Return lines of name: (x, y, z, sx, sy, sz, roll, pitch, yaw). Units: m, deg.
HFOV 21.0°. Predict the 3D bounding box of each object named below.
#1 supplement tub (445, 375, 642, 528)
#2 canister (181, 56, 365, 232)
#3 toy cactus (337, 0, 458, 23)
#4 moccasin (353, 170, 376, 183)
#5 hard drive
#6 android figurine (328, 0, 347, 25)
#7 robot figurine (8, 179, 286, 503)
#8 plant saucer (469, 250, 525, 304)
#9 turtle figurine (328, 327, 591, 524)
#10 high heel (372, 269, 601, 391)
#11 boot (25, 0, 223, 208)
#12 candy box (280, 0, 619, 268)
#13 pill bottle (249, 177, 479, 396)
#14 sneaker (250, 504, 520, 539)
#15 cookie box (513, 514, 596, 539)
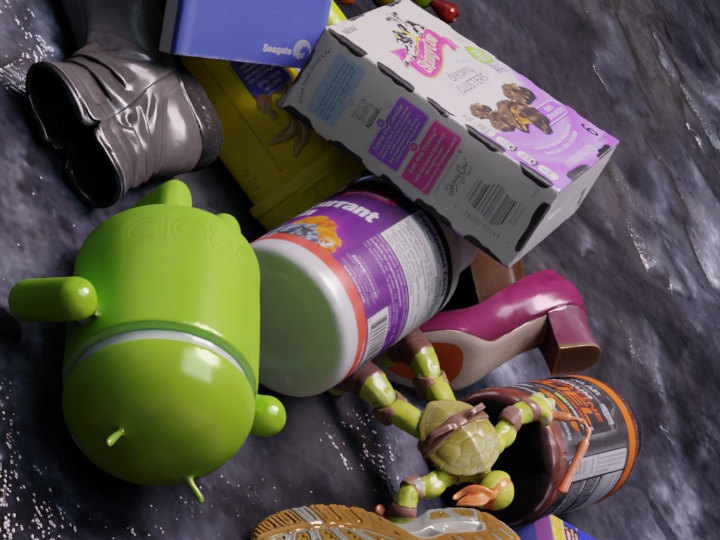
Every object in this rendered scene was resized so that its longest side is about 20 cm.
supplement tub: (0.148, 0.136, 1.508, 0.200, 0.107, 0.107, -3, 65, -59)
canister: (-0.076, -0.141, 1.447, 0.200, 0.087, 0.149, 54, 30, -4)
toy cactus: (0.003, -0.294, 1.726, 0.165, 0.102, 0.200, 45, 13, 32)
moccasin: (0.026, -0.078, 1.574, 0.068, 0.080, 0.200, 36, 21, -27)
hard drive: (-0.065, -0.243, 1.337, 0.132, 0.025, 0.200, 1, 104, -43)
android figurine: (-0.084, -0.252, 1.589, 0.200, 0.041, 0.182, 50, 30, -16)
robot figurine: (-0.118, 0.042, 1.166, 0.175, 0.116, 0.200, 36, 36, -34)
plant saucer: (0.107, -0.045, 1.601, 0.200, 0.034, 0.201, -11, 90, -81)
turtle figurine: (0.052, 0.120, 1.364, 0.161, 0.200, 0.064, 47, -21, 23)
high heel: (0.084, 0.040, 1.504, 0.200, 0.067, 0.096, 3, 41, -24)
boot: (-0.179, -0.144, 1.310, 0.200, 0.070, 0.132, 57, 33, 7)
candy box: (0.067, -0.104, 1.391, 0.200, 0.072, 0.168, 35, 25, 9)
pill bottle: (0.000, 0.000, 1.358, 0.200, 0.111, 0.112, -33, 91, -49)
sneaker: (0.015, 0.205, 1.263, 0.200, 0.088, 0.076, 7, 18, -30)
cookie box: (0.184, 0.297, 1.438, 0.200, 0.075, 0.171, 32, 39, -39)
